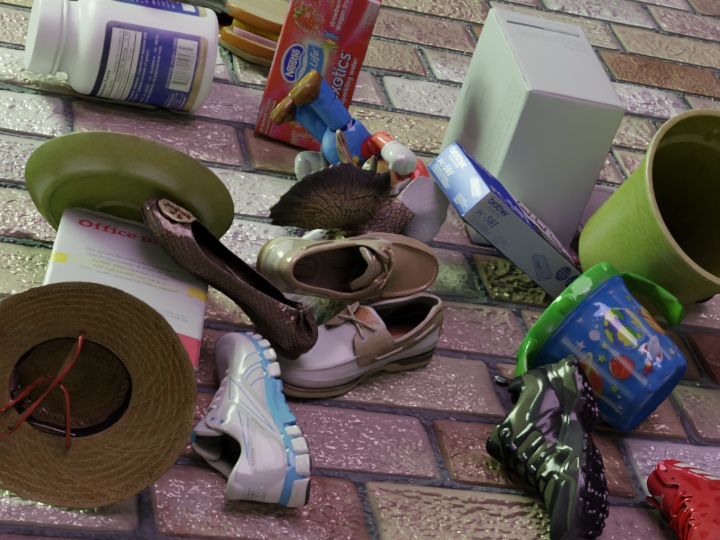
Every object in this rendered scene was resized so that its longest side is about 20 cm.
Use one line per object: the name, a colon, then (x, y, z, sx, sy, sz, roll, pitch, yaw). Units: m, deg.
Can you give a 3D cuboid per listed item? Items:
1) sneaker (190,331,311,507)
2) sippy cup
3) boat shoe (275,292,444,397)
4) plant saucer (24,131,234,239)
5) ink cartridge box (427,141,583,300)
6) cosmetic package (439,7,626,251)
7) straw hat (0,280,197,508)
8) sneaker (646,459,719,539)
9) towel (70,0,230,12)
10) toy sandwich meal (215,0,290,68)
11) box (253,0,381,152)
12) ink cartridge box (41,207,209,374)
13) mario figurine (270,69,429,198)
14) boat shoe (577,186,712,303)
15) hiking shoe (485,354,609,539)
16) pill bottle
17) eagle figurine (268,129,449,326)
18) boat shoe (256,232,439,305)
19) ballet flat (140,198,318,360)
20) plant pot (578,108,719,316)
sneaker: (-0.108, 0.123, 1.466, 0.086, 0.075, 0.200, -2, 36, -21)
sippy cup: (0.244, 0.083, 1.673, 0.130, 0.178, 0.140, 43, 2, 16)
boat shoe: (-0.003, 0.063, 1.614, 0.200, 0.069, 0.075, -16, 48, -42)
plant saucer: (-0.218, -0.059, 1.591, 0.199, 0.200, 0.031, 14, 58, -9)
ink cartridge box: (0.157, -0.048, 1.802, 0.200, 0.044, 0.094, 38, 15, -43)
cosmetic package: (0.191, -0.157, 1.938, 0.123, 0.200, 0.200, 10, 33, -15)
straw hat: (-0.232, 0.088, 1.372, 0.201, 0.202, 0.085, 14, 12, -9)
sneaker: (0.293, 0.234, 1.526, 0.115, 0.079, 0.200, 24, 18, 24)
towel: (-0.268, -0.317, 1.987, 0.152, 0.023, 0.200, 8, -2, -45)
toy sandwich meal: (-0.108, -0.319, 2.150, 0.205, 0.070, 0.205, 14, 32, -9)
box: (-0.046, -0.245, 1.945, 0.099, 0.200, 0.096, 17, 29, -3)
ink cartridge box: (-0.215, 0.042, 1.517, 0.145, 0.084, 0.200, 15, 32, -9)
mario figurine: (-0.010, -0.118, 1.852, 0.200, 0.106, 0.123, 42, 1, -5)
boat shoe: (0.320, -0.028, 1.943, 0.200, 0.060, 0.074, 30, 75, 26)
hiking shoe: (0.167, 0.174, 1.547, 0.100, 0.076, 0.200, -15, 46, 20)
pill bottle: (-0.268, -0.251, 1.910, 0.199, 0.120, 0.120, 9, 33, -18)
eagle figurine: (-0.011, -0.038, 1.722, 0.152, 0.151, 0.200, 35, 21, -1)
boat shoe: (0.000, 0.000, 1.629, 0.200, 0.072, 0.065, 3, 5, -34)
ballet flat: (-0.114, 0.000, 1.532, 0.200, 0.046, 0.067, 43, 24, -3)
plant pot: (0.331, -0.039, 1.786, 0.200, 0.184, 0.201, 11, 64, -24)
